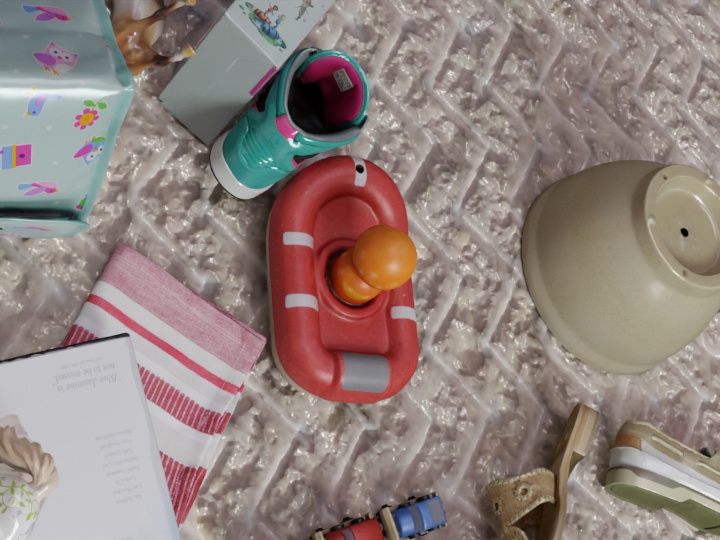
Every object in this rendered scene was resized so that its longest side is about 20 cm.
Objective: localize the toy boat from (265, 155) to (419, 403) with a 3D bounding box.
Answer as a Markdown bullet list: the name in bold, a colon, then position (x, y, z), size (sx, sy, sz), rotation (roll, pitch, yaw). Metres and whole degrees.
- **toy boat**: position (0.000, 0.000, 1.208), size (0.129, 0.130, 0.203), rotation (6, 68, -30)

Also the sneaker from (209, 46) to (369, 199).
- **sneaker**: position (-0.036, -0.144, 1.231), size (0.084, 0.120, 0.200), rotation (50, 39, -13)

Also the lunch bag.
- **lunch bag**: position (-0.266, -0.089, 1.040), size (0.169, 0.201, 0.123), rotation (-2, 50, -31)

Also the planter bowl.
- **planter bowl**: position (0.268, -0.018, 1.383), size (0.198, 0.134, 0.203), rotation (12, 65, -28)

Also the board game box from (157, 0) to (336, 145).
- **board game box**: position (-0.069, -0.215, 1.241), size (0.064, 0.147, 0.201), rotation (41, 56, -10)

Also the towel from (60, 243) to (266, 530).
- **towel**: position (-0.166, 0.095, 1.133), size (0.143, 0.023, 0.201), rotation (33, 57, -16)

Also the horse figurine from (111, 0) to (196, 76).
- **horse figurine**: position (-0.169, -0.213, 1.208), size (0.050, 0.131, 0.202), rotation (45, 43, -34)

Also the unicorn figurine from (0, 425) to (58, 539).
- **unicorn figurine**: position (-0.265, 0.197, 0.985), size (0.136, 0.074, 0.202), rotation (26, 86, 8)

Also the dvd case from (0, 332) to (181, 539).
- **dvd case**: position (-0.208, 0.156, 1.065), size (0.141, 0.018, 0.202), rotation (-12, 83, -28)

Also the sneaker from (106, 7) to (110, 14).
- **sneaker**: position (-0.273, -0.264, 1.163), size (0.080, 0.076, 0.202), rotation (-28, 99, -8)

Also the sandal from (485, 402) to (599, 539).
- **sandal**: position (0.140, 0.191, 1.270), size (0.069, 0.078, 0.213), rotation (25, 51, 2)

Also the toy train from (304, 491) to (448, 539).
- **toy train**: position (-0.007, 0.210, 1.172), size (0.198, 0.046, 0.034), rotation (-12, 78, -35)

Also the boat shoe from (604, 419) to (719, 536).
- **boat shoe**: position (0.316, 0.195, 1.364), size (0.198, 0.075, 0.069), rotation (24, 65, -21)
